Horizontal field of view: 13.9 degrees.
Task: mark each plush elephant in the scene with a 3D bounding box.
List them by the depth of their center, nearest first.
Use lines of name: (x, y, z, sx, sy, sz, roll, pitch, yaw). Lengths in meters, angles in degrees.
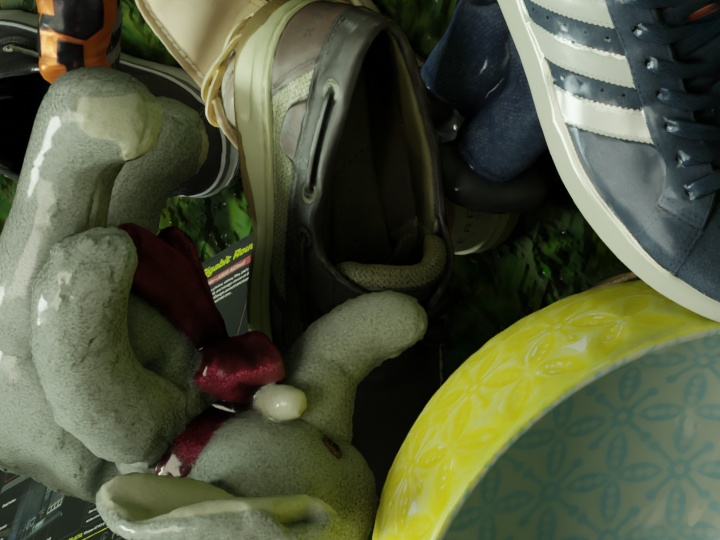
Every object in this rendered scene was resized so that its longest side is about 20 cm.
plush elephant: (-0.051, 0.044, 0.991, 0.155, 0.165, 0.200, 21, 83, 5)

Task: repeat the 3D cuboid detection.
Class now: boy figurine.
boy figurine: (0.083, -0.115, 1.061, 0.200, 0.064, 0.124, -54, 48, 33)

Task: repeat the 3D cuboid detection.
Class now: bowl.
bowl: (0.081, 0.078, 0.998, 0.108, 0.200, 0.200, 48, 132, 51)

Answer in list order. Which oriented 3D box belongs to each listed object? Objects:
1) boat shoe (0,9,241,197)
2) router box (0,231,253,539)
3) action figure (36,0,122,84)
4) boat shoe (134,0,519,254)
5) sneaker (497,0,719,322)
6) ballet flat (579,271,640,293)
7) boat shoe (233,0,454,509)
boat shoe: (-0.139, -0.065, 1.266, 0.200, 0.066, 0.070, 19, 113, 36)
router box: (-0.079, 0.083, 1.190, 0.200, 0.062, 0.150, -29, 39, 47)
action figure: (-0.129, -0.151, 1.139, 0.200, 0.105, 0.194, 42, 125, 43)
boat shoe: (-0.025, -0.074, 1.162, 0.200, 0.069, 0.074, 37, 122, 27)
sneaker: (0.092, -0.078, 0.894, 0.200, 0.075, 0.085, 60, 152, 4)
ballet flat: (0.137, 0.017, 1.048, 0.200, 0.065, 0.071, -27, 81, 41)
boat shoe: (0.000, 0.000, 1.070, 0.065, 0.073, 0.200, 12, 119, 54)
